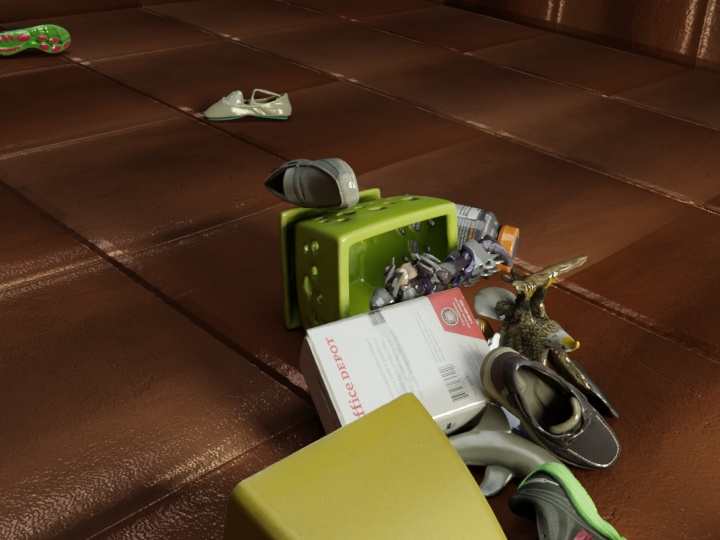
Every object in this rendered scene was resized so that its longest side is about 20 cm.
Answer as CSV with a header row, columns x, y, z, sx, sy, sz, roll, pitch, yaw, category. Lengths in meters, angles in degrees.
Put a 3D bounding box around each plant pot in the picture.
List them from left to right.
x,y,z,sx,sy,sz,roll,pitch,yaw,category
0.000,0.000,1.190,0.198,0.202,0.181,-18,28,-34,plant pot
0.013,0.259,0.724,0.199,0.201,0.176,-21,49,-39,plant pot

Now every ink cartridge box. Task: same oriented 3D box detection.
x,y,z,sx,sy,sz,roll,pitch,yaw,category
0.046,0.122,1.002,0.198,0.083,0.148,-14,63,-20,ink cartridge box

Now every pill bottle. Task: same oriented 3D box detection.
x,y,z,sx,sy,sz,roll,pitch,yaw,category
0.147,-0.051,1.392,0.198,0.107,0.106,13,29,16,pill bottle

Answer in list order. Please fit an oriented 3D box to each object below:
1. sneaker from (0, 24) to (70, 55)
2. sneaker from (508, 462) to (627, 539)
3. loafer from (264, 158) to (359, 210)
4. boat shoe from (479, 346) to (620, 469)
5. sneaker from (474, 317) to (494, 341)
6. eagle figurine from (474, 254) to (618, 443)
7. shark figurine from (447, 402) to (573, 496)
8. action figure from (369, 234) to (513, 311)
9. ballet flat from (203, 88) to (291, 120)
x,y,z,sx,sy,sz,roll,pitch,yaw,category
-0.868,-0.616,2.326,0.198,0.077,0.084,-9,34,-25,sneaker
0.212,0.276,0.846,0.083,0.077,0.200,-29,37,-8,sneaker
-0.064,-0.107,1.134,0.069,0.071,0.200,-20,15,-23,loafer
0.214,0.157,0.958,0.072,0.200,0.065,-50,17,-7,boat shoe
0.075,0.118,1.123,0.198,0.076,0.088,-19,7,-23,sneaker
0.223,0.099,1.072,0.150,0.202,0.151,-10,10,10,eagle figurine
0.121,0.189,0.964,0.212,0.090,0.128,0,27,-11,shark figurine
0.088,0.015,1.085,0.199,0.130,0.070,-25,69,-30,action figure
-0.254,-0.376,1.988,0.198,0.070,0.070,-4,29,-13,ballet flat
